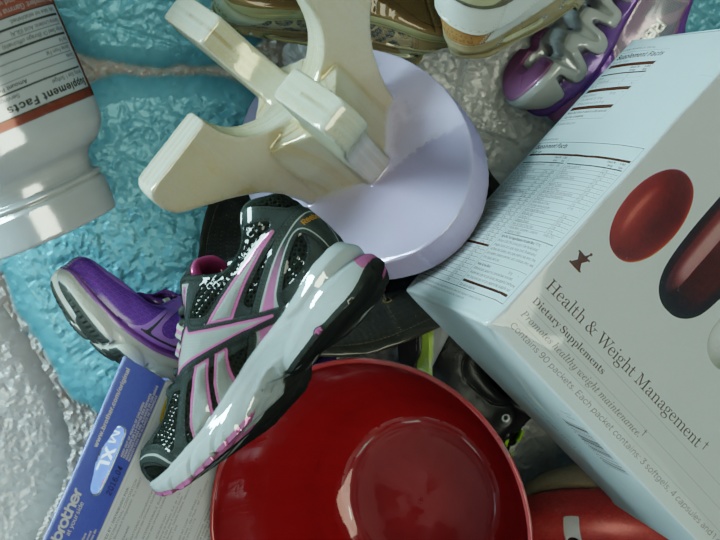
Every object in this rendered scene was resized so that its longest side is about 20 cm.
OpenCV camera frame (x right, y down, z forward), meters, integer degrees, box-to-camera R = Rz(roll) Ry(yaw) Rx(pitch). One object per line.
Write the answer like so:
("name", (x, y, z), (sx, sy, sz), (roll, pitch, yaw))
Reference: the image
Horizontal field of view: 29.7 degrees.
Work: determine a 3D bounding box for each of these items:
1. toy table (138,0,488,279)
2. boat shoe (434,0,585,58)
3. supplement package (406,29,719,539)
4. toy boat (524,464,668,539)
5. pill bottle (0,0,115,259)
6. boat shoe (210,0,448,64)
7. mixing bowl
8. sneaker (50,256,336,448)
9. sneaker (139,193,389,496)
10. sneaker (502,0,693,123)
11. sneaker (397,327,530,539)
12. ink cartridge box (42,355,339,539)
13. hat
("toy table", (-0.028, -0.089, 0.762), (0.117, 0.199, 0.185), (39, 78, -44))
("boat shoe", (0.119, -0.201, 0.838), (0.199, 0.069, 0.075), (-34, 62, -26))
("supplement package", (0.171, 0.010, 0.728), (0.191, 0.147, 0.200), (44, 84, -14))
("toy boat", (0.158, 0.224, 0.867), (0.129, 0.131, 0.201), (-6, 123, 24))
("pill bottle", (-0.221, -0.114, 0.794), (0.111, 0.112, 0.202), (-23, 101, -6))
("boat shoe", (0.005, -0.173, 0.859), (0.198, 0.063, 0.074), (6, 70, -13))
("mixing bowl", (0.020, 0.148, 0.816), (0.198, 0.108, 0.203), (1, 93, 20))
("sneaker", (-0.104, 0.040, 0.865), (0.199, 0.080, 0.084), (30, 77, -22))
("sneaker", (-0.067, 0.036, 0.734), (0.086, 0.080, 0.200), (47, 119, 11))
("sneaker", (0.185, -0.163, 0.883), (0.088, 0.081, 0.200), (39, 94, -19))
("sneaker", (0.077, 0.110, 0.884), (0.082, 0.072, 0.202), (-6, 100, 20))
("ink cartridge box", (-0.104, 0.146, 0.827), (0.200, 0.042, 0.120), (39, 65, -41))
("hat", (0.000, 0.000, 0.849), (0.199, 0.202, 0.081), (-15, 136, -8))
